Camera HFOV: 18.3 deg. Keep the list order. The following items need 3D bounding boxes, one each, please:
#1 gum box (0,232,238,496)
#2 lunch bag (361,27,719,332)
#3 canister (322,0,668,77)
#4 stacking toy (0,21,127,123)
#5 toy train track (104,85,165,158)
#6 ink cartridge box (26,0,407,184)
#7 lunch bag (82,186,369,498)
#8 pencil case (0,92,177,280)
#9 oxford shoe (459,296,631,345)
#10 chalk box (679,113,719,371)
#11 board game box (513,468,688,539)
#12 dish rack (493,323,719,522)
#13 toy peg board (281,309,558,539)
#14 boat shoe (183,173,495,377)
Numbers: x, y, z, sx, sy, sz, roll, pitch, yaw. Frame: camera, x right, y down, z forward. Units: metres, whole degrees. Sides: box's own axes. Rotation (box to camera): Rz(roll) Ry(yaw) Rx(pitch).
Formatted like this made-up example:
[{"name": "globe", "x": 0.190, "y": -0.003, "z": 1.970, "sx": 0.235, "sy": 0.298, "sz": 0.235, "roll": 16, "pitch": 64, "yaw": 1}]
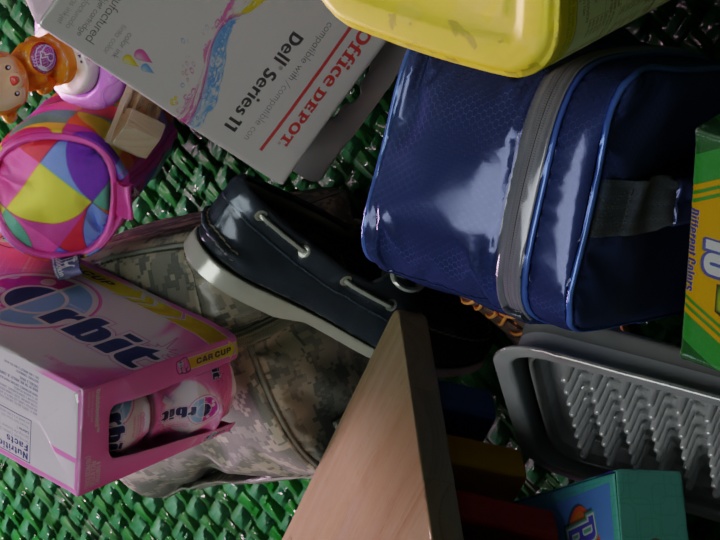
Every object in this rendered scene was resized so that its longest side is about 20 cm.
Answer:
[{"name": "gum box", "x": -0.172, "y": 0.048, "z": 1.237, "sx": 0.200, "sy": 0.113, "sz": 0.066, "roll": 24, "pitch": 120, "yaw": 36}, {"name": "lunch bag", "x": 0.112, "y": -0.046, "z": 1.065, "sx": 0.132, "sy": 0.200, "sz": 0.136, "roll": 22, "pitch": 107, "yaw": 30}, {"name": "canister", "x": 0.090, "y": -0.164, "z": 1.012, "sx": 0.148, "sy": 0.200, "sz": 0.087, "roll": 21, "pitch": 126, "yaw": 34}, {"name": "stacking toy", "x": -0.143, "y": -0.131, "z": 1.249, "sx": 0.110, "sy": 0.200, "sz": 0.116, "roll": 2, "pitch": 112, "yaw": 43}, {"name": "toy train track", "x": -0.086, "y": -0.156, "z": 1.212, "sx": 0.033, "sy": 0.115, "sz": 0.200, "roll": 16, "pitch": 83, "yaw": 54}, {"name": "ink cartridge box", "x": -0.060, "y": -0.128, "z": 1.166, "sx": 0.117, "sy": 0.200, "sz": 0.067, "roll": -54, "pitch": 25, "yaw": 8}, {"name": "lunch bag", "x": -0.084, "y": 0.051, "z": 1.335, "sx": 0.200, "sy": 0.139, "sz": 0.168, "roll": -10, "pitch": 99, "yaw": 44}, {"name": "pencil case", "x": -0.159, "y": -0.064, "z": 1.310, "sx": 0.088, "sy": 0.200, "sz": 0.088, "roll": 1, "pitch": 108, "yaw": 3}, {"name": "oxford shoe", "x": 0.082, "y": 0.013, "z": 1.210, "sx": 0.071, "sy": 0.073, "sz": 0.200, "roll": -35, "pitch": 87, "yaw": 47}, {"name": "chalk box", "x": 0.261, "y": -0.005, "z": 0.997, "sx": 0.200, "sy": 0.125, "sz": 0.124, "roll": 20, "pitch": 125, "yaw": 33}, {"name": "board game box", "x": 0.102, "y": 0.196, "z": 1.176, "sx": 0.200, "sy": 0.045, "sz": 0.152, "roll": -26, "pitch": 63, "yaw": 58}, {"name": "dish rack", "x": 0.172, "y": 0.078, "z": 1.114, "sx": 0.200, "sy": 0.044, "sz": 0.172, "roll": 14, "pitch": 158, "yaw": 18}, {"name": "toy peg board", "x": 0.036, "y": 0.165, "z": 1.182, "sx": 0.098, "sy": 0.199, "sz": 0.200, "roll": 14, "pitch": 126, "yaw": -16}, {"name": "boat shoe", "x": 0.000, "y": 0.000, "z": 1.224, "sx": 0.062, "sy": 0.200, "sz": 0.075, "roll": -54, "pitch": 28, "yaw": 24}]
